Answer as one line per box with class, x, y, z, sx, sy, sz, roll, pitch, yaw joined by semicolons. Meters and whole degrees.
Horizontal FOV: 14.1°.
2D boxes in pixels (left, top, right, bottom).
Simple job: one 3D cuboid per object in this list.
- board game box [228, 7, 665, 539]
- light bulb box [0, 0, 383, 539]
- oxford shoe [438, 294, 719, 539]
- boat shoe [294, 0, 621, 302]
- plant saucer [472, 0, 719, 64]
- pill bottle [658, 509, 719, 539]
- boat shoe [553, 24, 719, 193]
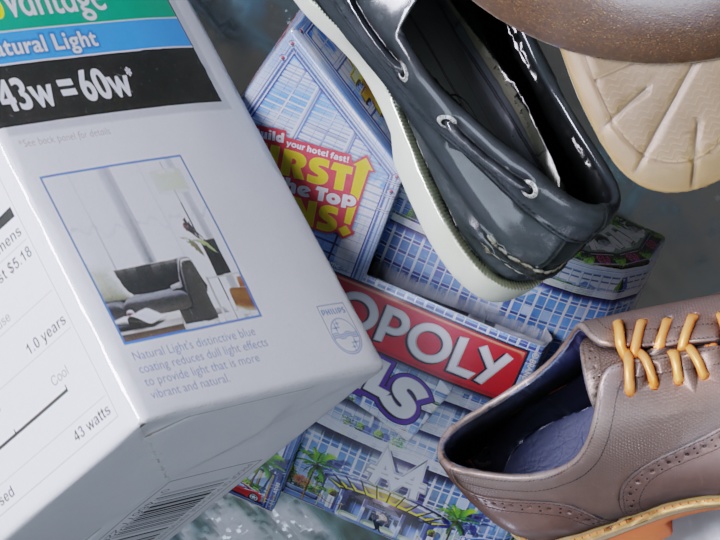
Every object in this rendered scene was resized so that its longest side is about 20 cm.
board game box;0.000;0.000;1.083;0.200;0.062;0.200;23;124;3
light bulb box;-0.132;0.005;1.031;0.198;0.125;0.200;-39;72;37
oxford shoe;0.117;0.042;0.996;0.200;0.071;0.073;-32;137;28
boat shoe;0.027;-0.089;0.992;0.066;0.074;0.200;-27;86;44
plant saucer;0.095;-0.166;0.926;0.200;0.032;0.201;0;94;7
pill bottle;0.118;0.139;1.098;0.111;0.111;0.200;41;122;-9
boat shoe;0.080;-0.123;0.980;0.074;0.069;0.200;-16;92;7
